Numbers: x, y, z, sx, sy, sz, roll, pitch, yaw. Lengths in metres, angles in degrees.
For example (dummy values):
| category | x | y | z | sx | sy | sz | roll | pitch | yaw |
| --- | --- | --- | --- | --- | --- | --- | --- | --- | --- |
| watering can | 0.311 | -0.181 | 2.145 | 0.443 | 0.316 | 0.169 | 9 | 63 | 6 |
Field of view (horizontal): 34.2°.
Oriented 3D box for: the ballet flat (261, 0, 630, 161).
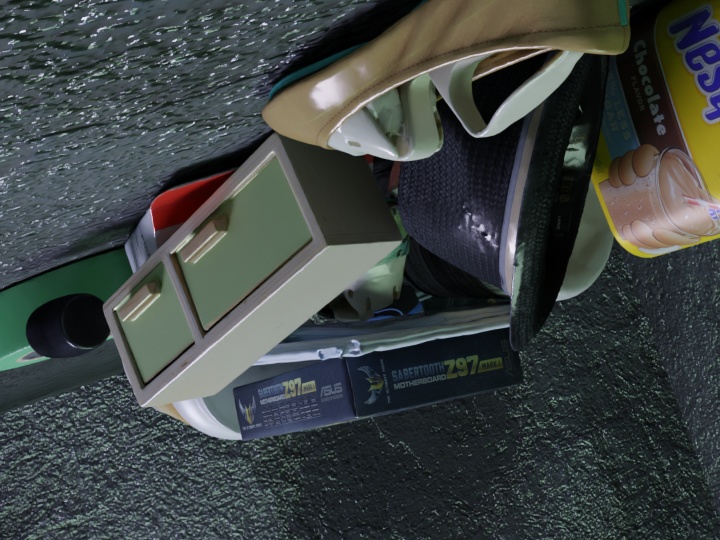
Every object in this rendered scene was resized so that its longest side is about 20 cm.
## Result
| category | x | y | z | sx | sy | sz | roll | pitch | yaw |
| --- | --- | --- | --- | --- | --- | --- | --- | --- | --- |
| ballet flat | 0.027 | -0.079 | 0.489 | 0.068 | 0.063 | 0.200 | -17 | 176 | -41 |

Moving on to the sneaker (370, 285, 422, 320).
| category | x | y | z | sx | sy | sz | roll | pitch | yaw |
| --- | --- | --- | --- | --- | --- | --- | --- | --- | --- |
| sneaker | 0.055 | -0.017 | 1.214 | 0.070 | 0.078 | 0.200 | 25 | -124 | 39 |

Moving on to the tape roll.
| category | x | y | z | sx | sy | sz | roll | pitch | yaw |
| --- | --- | --- | --- | --- | --- | --- | --- | --- | --- |
| tape roll | -0.209 | 0.026 | 0.936 | 0.199 | 0.048 | 0.200 | -21 | 177 | -1 |

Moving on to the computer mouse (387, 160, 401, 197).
| category | x | y | z | sx | sy | sz | roll | pitch | yaw |
| --- | --- | --- | --- | --- | --- | --- | --- | --- | --- |
| computer mouse | 0.096 | -0.100 | 0.771 | 0.199 | 0.044 | 0.109 | -25 | -175 | -33 |

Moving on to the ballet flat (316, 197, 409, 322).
| category | x | y | z | sx | sy | sz | roll | pitch | yaw |
| --- | --- | --- | --- | --- | --- | --- | --- | --- | --- |
| ballet flat | 0.000 | 0.000 | 0.814 | 0.074 | 0.075 | 0.200 | -19 | 177 | -13 |

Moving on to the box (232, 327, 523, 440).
| category | x | y | z | sx | sy | sz | roll | pitch | yaw |
| --- | --- | --- | --- | --- | --- | --- | --- | --- | --- |
| box | 0.009 | 0.092 | 0.941 | 0.157 | 0.051 | 0.200 | -8 | 172 | -31 |

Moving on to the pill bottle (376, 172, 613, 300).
| category | x | y | z | sx | sy | sz | roll | pitch | yaw |
| --- | --- | --- | --- | --- | --- | --- | --- | --- | --- |
| pill bottle | 0.088 | -0.036 | 0.907 | 0.116 | 0.117 | 0.200 | -18 | -169 | -34 |

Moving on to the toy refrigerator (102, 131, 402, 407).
| category | x | y | z | sx | sy | sz | roll | pitch | yaw |
| --- | --- | --- | --- | --- | --- | --- | --- | --- | --- |
| toy refrigerator | -0.073 | 0.003 | 0.705 | 0.070 | 0.076 | 0.200 | -6 | 154 | -47 |

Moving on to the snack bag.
| category | x | y | z | sx | sy | sz | roll | pitch | yaw |
| --- | --- | --- | --- | --- | --- | --- | --- | --- | --- |
| snack bag | -0.004 | 0.047 | 0.865 | 0.188 | 0.022 | 0.199 | -8 | 179 | 44 |

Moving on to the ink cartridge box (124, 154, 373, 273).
| category | x | y | z | sx | sy | sz | roll | pitch | yaw |
| --- | --- | --- | --- | --- | --- | --- | --- | --- | --- |
| ink cartridge box | -0.062 | -0.037 | 0.771 | 0.159 | 0.048 | 0.200 | -19 | 179 | -20 |

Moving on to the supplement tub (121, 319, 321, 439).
| category | x | y | z | sx | sy | sz | roll | pitch | yaw |
| --- | --- | --- | --- | --- | --- | --- | --- | --- | --- |
| supplement tub | -0.130 | 0.078 | 1.095 | 0.144 | 0.145 | 0.200 | -18 | -169 | -26 |

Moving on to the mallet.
| category | x | y | z | sx | sy | sz | roll | pitch | yaw |
| --- | --- | --- | --- | --- | --- | --- | --- | --- | --- |
| mallet | -0.142 | 0.039 | 0.842 | 0.066 | 0.041 | 0.199 | -11 | 171 | 44 |

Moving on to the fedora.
| category | x | y | z | sx | sy | sz | roll | pitch | yaw |
| --- | --- | --- | --- | --- | --- | --- | --- | --- | --- |
| fedora | 0.073 | -0.056 | 0.639 | 0.091 | 0.202 | 0.200 | 14 | -174 | 15 |

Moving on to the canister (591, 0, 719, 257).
| category | x | y | z | sx | sy | sz | roll | pitch | yaw |
| --- | --- | --- | --- | --- | --- | --- | --- | --- | --- |
| canister | 0.216 | -0.094 | 0.662 | 0.086 | 0.149 | 0.200 | -18 | 178 | -30 |

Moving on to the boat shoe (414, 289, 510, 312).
| category | x | y | z | sx | sy | sz | roll | pitch | yaw |
| --- | --- | --- | --- | --- | --- | --- | --- | --- | --- |
| boat shoe | 0.136 | 0.022 | 1.070 | 0.200 | 0.091 | 0.071 | -20 | 178 | -36 |
